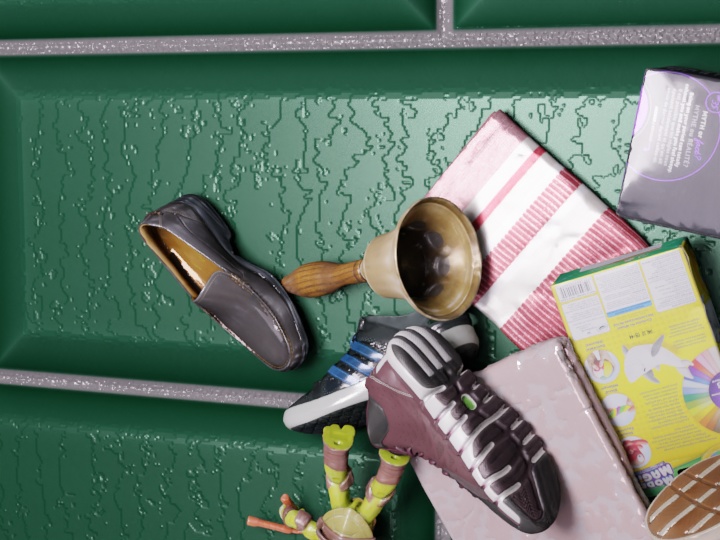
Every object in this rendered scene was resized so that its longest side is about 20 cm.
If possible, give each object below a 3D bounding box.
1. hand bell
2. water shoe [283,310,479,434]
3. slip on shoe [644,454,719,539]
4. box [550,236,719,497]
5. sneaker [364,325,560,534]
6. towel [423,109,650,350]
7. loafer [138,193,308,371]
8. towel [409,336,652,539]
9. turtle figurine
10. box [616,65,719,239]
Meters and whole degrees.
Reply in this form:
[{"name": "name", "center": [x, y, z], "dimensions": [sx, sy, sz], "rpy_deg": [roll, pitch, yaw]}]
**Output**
[{"name": "hand bell", "center": [0.000, 0.000, 1.282], "dimensions": [0.200, 0.104, 0.104], "rpy_deg": [-9, 93, 47]}, {"name": "water shoe", "center": [0.014, 0.082, 1.310], "dimensions": [0.200, 0.071, 0.079], "rpy_deg": [-27, 64, 19]}, {"name": "slip on shoe", "center": [0.322, 0.168, 1.149], "dimensions": [0.200, 0.076, 0.061], "rpy_deg": [-36, 122, 2]}, {"name": "box", "center": [0.246, 0.084, 1.202], "dimensions": [0.117, 0.048, 0.200], "rpy_deg": [-17, 97, 22]}, {"name": "sneaker", "center": [0.076, 0.149, 1.226], "dimensions": [0.200, 0.076, 0.116], "rpy_deg": [53, 138, 10]}, {"name": "towel", "center": [0.146, -0.021, 1.258], "dimensions": [0.200, 0.023, 0.144], "rpy_deg": [43, 108, 11]}, {"name": "loafer", "center": [-0.130, 0.019, 1.343], "dimensions": [0.200, 0.072, 0.073], "rpy_deg": [46, 125, 14]}, {"name": "towel", "center": [0.139, 0.171, 1.247], "dimensions": [0.200, 0.032, 0.191], "rpy_deg": [-28, 90, 38]}, {"name": "turtle figurine", "center": [-0.017, 0.222, 1.313], "dimensions": [0.200, 0.064, 0.162], "rpy_deg": [20, 118, 22]}, {"name": "box", "center": [0.315, -0.084, 1.132], "dimensions": [0.200, 0.106, 0.123], "rpy_deg": [14, 104, 20]}]
